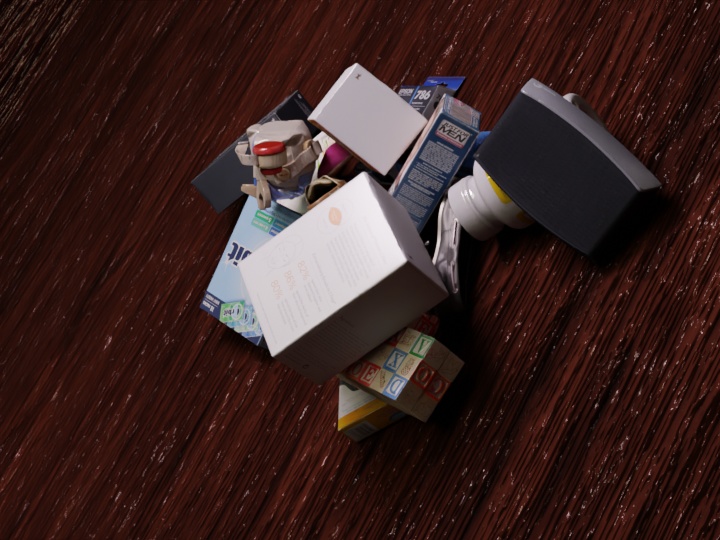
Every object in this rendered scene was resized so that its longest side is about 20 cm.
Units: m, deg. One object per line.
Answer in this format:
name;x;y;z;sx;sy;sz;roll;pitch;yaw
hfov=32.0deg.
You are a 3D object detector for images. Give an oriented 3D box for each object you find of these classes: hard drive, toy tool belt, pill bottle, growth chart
hard drive;0.232;-0.114;1.452;0.200;0.042;0.135;43;113;17
toy tool belt;-0.114;-0.141;1.822;0.125;0.123;0.200;-5;18;5
pill bottle;0.210;-0.121;1.551;0.200;0.111;0.111;-34;37;27
growth chart;-0.085;-0.136;1.966;0.145;0.018;0.200;-31;38;30

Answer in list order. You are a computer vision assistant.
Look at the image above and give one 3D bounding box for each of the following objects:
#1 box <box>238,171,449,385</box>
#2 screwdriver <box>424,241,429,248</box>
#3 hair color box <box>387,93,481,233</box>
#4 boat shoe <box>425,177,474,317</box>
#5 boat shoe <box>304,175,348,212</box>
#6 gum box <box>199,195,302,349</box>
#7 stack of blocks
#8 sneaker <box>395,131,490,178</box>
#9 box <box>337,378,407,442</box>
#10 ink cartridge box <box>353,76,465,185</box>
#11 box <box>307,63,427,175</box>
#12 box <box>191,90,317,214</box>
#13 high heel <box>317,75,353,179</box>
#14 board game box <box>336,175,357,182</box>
box;-0.022;0.011;1.502;0.200;0.106;0.152;-35;52;14
screwdriver;0.073;-0.021;1.608;0.200;0.029;0.028;76;-157;-81
hair color box;0.085;-0.127;1.665;0.200;0.060;0.100;-59;6;22
boat shoe;0.128;-0.029;1.621;0.057;0.067;0.200;2;63;27
boat shoe;-0.039;-0.102;1.782;0.076;0.074;0.200;-37;14;8
gum box;-0.145;-0.001;1.890;0.170;0.045;0.200;27;93;47
stack of blocks;0.038;0.098;1.536;0.115;0.059;0.200;-57;32;-8
sneaker;0.129;-0.160;1.727;0.200;0.078;0.066;-14;47;43
box;0.027;0.113;1.626;0.119;0.041;0.200;-32;35;29
ink cartridge box;0.073;-0.221;1.895;0.099;0.039;0.200;10;66;56
box;0.006;-0.211;1.755;0.098;0.124;0.200;-52;7;2
box;-0.172;-0.199;2.105;0.200;0.079;0.141;-36;9;25
high heel;-0.035;-0.219;1.910;0.200;0.096;0.067;-52;5;-34
board game box;-0.074;-0.081;1.946;0.200;0.035;0.136;2;60;53
